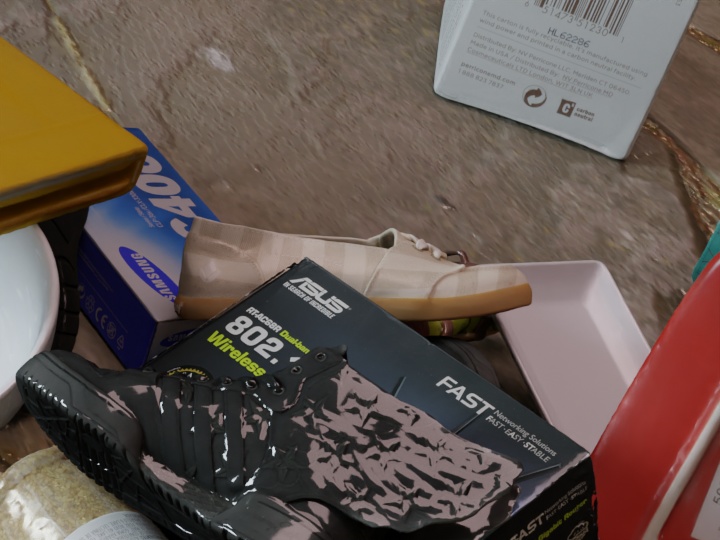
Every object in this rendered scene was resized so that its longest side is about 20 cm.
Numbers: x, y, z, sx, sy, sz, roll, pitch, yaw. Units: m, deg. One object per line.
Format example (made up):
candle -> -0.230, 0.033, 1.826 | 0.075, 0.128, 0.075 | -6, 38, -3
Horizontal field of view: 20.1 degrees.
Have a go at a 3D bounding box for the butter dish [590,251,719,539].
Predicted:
butter dish -> 0.198, 0.114, 1.040 | 0.199, 0.201, 0.148 | 33, -8, -9

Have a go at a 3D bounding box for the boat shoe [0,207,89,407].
boat shoe -> -0.192, -0.002, 1.067 | 0.073, 0.076, 0.201 | -15, 38, 15

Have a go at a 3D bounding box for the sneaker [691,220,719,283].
sneaker -> 0.286, 0.013, 1.364 | 0.120, 0.084, 0.200 | 22, 18, -9

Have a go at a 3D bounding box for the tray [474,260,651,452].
tray -> 0.136, 0.081, 1.140 | 0.107, 0.022, 0.201 | -1, 54, -39

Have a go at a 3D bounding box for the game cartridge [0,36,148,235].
game cartridge -> -0.227, -0.084, 0.967 | 0.200, 0.033, 0.176 | 35, 29, 21

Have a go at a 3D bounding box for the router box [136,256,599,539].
router box -> -0.014, 0.094, 0.916 | 0.150, 0.062, 0.200 | -35, 48, -26

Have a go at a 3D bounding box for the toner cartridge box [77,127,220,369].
toner cartridge box -> -0.127, -0.014, 1.159 | 0.095, 0.043, 0.200 | -4, 36, -37

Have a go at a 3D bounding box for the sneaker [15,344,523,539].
sneaker -> -0.039, 0.069, 0.849 | 0.199, 0.060, 0.104 | 33, 63, 20

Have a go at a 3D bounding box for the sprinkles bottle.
sprinkles bottle -> -0.084, 0.156, 0.846 | 0.068, 0.069, 0.200 | -7, 39, -44

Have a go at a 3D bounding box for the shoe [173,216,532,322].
shoe -> 0.000, 0.000, 1.077 | 0.199, 0.054, 0.070 | 1, -1, -21

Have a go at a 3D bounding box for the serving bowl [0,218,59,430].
serving bowl -> -0.237, 0.033, 0.936 | 0.199, 0.066, 0.201 | 2, 44, -2

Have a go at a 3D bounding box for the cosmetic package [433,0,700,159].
cosmetic package -> 0.166, -0.222, 1.623 | 0.166, 0.167, 0.200 | 19, 27, -5

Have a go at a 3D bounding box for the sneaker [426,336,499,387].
sneaker -> 0.024, 0.103, 1.009 | 0.104, 0.060, 0.200 | 9, 41, -25

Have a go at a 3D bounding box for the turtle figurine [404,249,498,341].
turtle figurine -> 0.061, 0.028, 1.195 | 0.161, 0.065, 0.200 | -10, 40, -46
